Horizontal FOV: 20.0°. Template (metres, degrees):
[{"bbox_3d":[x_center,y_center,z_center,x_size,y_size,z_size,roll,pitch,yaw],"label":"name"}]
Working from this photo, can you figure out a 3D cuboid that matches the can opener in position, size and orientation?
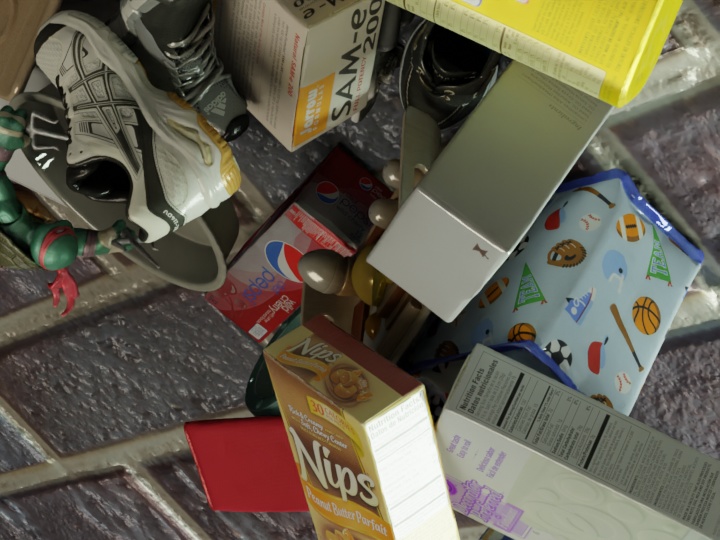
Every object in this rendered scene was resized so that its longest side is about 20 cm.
[{"bbox_3d":[0.001,-0.181,1.383,0.067,0.053,0.200,23,144,12],"label":"can opener"}]

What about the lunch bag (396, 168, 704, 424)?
[{"bbox_3d":[0.112,0.032,1.436,0.124,0.170,0.200,46,149,-21],"label":"lunch bag"}]

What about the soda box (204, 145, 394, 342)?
[{"bbox_3d":[-0.050,-0.018,1.617,0.063,0.070,0.200,40,147,-6],"label":"soda box"}]

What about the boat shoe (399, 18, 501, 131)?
[{"bbox_3d":[0.063,-0.148,1.364,0.069,0.057,0.200,35,147,3],"label":"boat shoe"}]

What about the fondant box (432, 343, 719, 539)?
[{"bbox_3d":[0.142,0.141,1.353,0.200,0.058,0.144,27,152,4],"label":"fondant box"}]

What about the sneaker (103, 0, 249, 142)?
[{"bbox_3d":[-0.104,-0.141,1.332,0.116,0.075,0.200,54,164,-6],"label":"sneaker"}]

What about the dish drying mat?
[{"bbox_3d":[-0.044,0.142,1.510,0.200,0.018,0.077,-6,108,39],"label":"dish drying mat"}]

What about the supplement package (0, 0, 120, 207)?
[{"bbox_3d":[-0.249,-0.152,1.601,0.200,0.111,0.156,25,145,17],"label":"supplement package"}]

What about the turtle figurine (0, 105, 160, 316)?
[{"bbox_3d":[-0.238,-0.050,1.441,0.200,0.101,0.150,29,157,39],"label":"turtle figurine"}]

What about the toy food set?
[{"bbox_3d":[0.000,0.000,1.423,0.060,0.144,0.200,14,141,-14],"label":"toy food set"}]

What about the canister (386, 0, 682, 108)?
[{"bbox_3d":[0.096,-0.200,1.212,0.200,0.087,0.149,27,114,13],"label":"canister"}]

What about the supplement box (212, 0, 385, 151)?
[{"bbox_3d":[-0.078,-0.195,1.377,0.200,0.073,0.126,45,151,21],"label":"supplement box"}]

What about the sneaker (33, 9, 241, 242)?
[{"bbox_3d":[-0.167,-0.095,1.320,0.200,0.088,0.076,41,165,35],"label":"sneaker"}]

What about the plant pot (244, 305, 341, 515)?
[{"bbox_3d":[-0.004,0.097,1.578,0.134,0.200,0.200,38,148,-19],"label":"plant pot"}]

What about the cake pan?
[{"bbox_3d":[-0.166,-0.065,1.466,0.200,0.037,0.200,33,158,16],"label":"cake pan"}]

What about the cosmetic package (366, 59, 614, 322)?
[{"bbox_3d":[0.095,-0.073,1.295,0.071,0.200,0.101,37,146,0],"label":"cosmetic package"}]

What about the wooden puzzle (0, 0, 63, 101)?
[{"bbox_3d":[-0.286,-0.239,1.504,0.200,0.185,0.046,25,-178,22],"label":"wooden puzzle"}]

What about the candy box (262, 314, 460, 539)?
[{"bbox_3d":[0.007,0.139,1.374,0.115,0.055,0.200,32,147,45],"label":"candy box"}]

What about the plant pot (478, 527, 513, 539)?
[{"bbox_3d":[0.198,0.259,1.620,0.200,0.200,0.180,3,127,41],"label":"plant pot"}]
